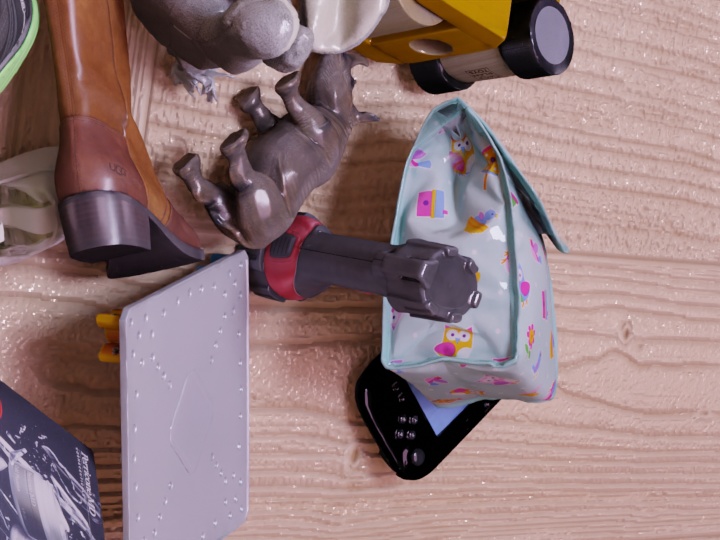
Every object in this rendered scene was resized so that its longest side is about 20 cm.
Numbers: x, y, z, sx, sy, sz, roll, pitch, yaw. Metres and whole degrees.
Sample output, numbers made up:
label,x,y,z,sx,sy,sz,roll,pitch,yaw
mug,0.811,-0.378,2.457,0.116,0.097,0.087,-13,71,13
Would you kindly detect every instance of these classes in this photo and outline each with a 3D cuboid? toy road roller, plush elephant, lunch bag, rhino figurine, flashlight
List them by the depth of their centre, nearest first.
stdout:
label,x,y,z,sx,sy,sz,roll,pitch,yaw
plush elephant,-0.068,-0.207,1.495,0.155,0.165,0.200,-48,167,-15
flashlight,0.000,0.000,1.581,0.068,0.200,0.068,-33,119,-34
rhino figurine,-0.048,-0.093,1.612,0.200,0.060,0.088,-50,121,-39
toy road roller,0.062,-0.221,1.658,0.200,0.123,0.147,21,70,-46
lunch bag,0.084,-0.011,1.678,0.170,0.121,0.201,45,45,-70

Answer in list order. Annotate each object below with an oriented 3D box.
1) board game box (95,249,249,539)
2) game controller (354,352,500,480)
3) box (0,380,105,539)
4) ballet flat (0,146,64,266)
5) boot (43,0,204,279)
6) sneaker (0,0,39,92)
label,x,y,z,sx,sy,sz,roll,pitch,yaw
board game box,-0.125,0.101,1.550,0.200,0.026,0.201,-31,124,-67
game controller,0.074,0.070,1.787,0.200,0.042,0.105,-44,127,-30
box,-0.243,0.162,1.373,0.104,0.200,0.182,-30,135,16
ballet flat,-0.231,-0.029,1.443,0.200,0.069,0.070,-19,113,-41
boot,-0.162,-0.100,1.489,0.188,0.068,0.201,16,63,-69
sneaker,-0.256,-0.105,1.375,0.084,0.076,0.201,58,40,-58
